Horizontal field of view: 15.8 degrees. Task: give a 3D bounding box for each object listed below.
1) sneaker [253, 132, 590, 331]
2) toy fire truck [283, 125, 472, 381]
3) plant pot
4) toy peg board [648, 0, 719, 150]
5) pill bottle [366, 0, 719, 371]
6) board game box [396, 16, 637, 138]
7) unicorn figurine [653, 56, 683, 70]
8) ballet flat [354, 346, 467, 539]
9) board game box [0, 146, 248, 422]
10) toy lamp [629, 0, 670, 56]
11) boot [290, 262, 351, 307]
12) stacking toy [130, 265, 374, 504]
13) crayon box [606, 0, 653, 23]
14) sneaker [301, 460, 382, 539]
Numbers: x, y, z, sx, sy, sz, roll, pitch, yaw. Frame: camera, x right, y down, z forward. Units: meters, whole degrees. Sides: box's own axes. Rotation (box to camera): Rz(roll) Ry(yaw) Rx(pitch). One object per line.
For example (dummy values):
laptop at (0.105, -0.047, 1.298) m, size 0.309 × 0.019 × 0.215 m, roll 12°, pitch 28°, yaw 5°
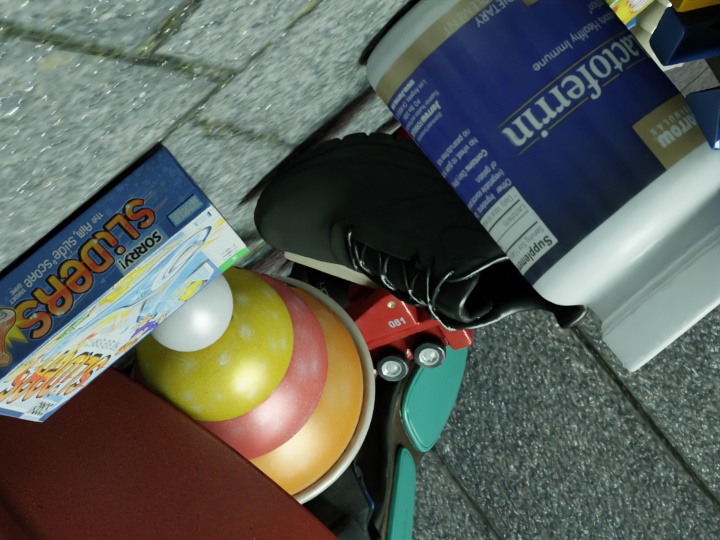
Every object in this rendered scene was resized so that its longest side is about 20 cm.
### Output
sneaker at (0.036, -0.015, 1.335) m, size 0.076 × 0.199 × 0.091 m, roll 69°, pitch 30°, yaw -49°
toy fire truck at (0.000, 0.000, 1.558) m, size 0.199 × 0.141 × 0.049 m, roll -20°, pitch -146°, yaw 17°
plant pot at (-0.165, 0.162, 1.363) m, size 0.200 × 0.177 × 0.200 m, roll -42°, pitch 173°, yaw 33°
toy peg board at (0.182, -0.131, 1.171) m, size 0.097 × 0.201 × 0.200 m, roll -12°, pitch 150°, yaw -27°
pill bottle at (0.105, -0.057, 1.250) m, size 0.116 × 0.200 × 0.116 m, roll -39°, pitch 175°, yaw -4°
board game box at (0.088, -0.105, 1.632) m, size 0.151 × 0.037 × 0.200 m, roll -43°, pitch 175°, yaw 32°
unicorn figurine at (0.229, -0.189, 1.802) m, size 0.137 × 0.074 × 0.200 m, roll -30°, pitch 162°, yaw 6°
ballet flat at (0.011, 0.106, 1.599) m, size 0.068 × 0.068 × 0.201 m, roll 71°, pitch 29°, yaw -44°
board game box at (-0.119, 0.011, 1.171) m, size 0.135 × 0.035 × 0.200 m, roll -39°, pitch 175°, yaw -1°
toy lamp at (0.162, -0.125, 1.568) m, size 0.201 × 0.058 × 0.058 m, roll -56°, pitch 173°, yaw 4°
boot at (0.069, -0.024, 1.721) m, size 0.200 × 0.077 × 0.168 m, roll -29°, pitch -167°, yaw -34°
stacking toy at (-0.074, 0.043, 1.418) m, size 0.146 × 0.146 × 0.200 m, roll -38°, pitch 159°, yaw -7°
crayon box at (0.106, -0.140, 1.385) m, size 0.200 × 0.051 × 0.127 m, roll -40°, pitch 175°, yaw 8°
sneaker at (-0.056, 0.141, 1.540) m, size 0.112 × 0.073 × 0.200 m, roll -33°, pitch -145°, yaw -18°
